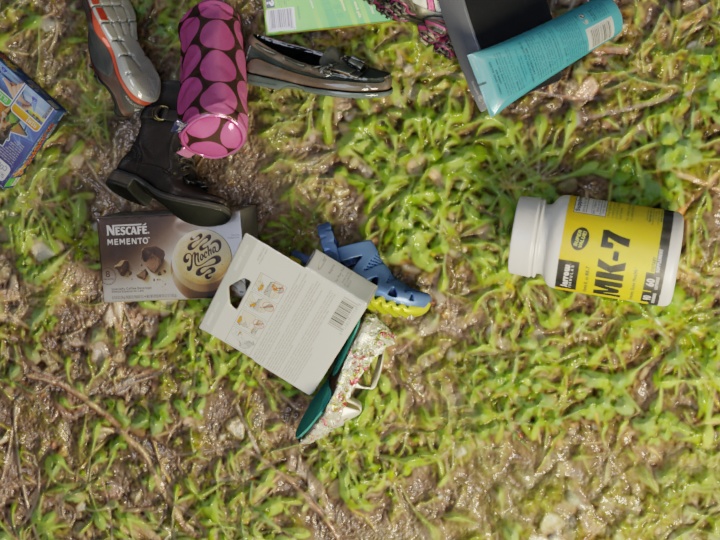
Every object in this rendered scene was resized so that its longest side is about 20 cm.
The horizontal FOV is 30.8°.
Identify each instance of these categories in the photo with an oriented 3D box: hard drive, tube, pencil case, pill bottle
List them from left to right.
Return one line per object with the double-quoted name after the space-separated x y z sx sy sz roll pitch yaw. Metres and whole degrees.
-0.190 -0.237 1.627 0.093 0.090 0.202 -33 45 36 "pencil case"
0.167 -0.307 1.570 0.134 0.042 0.203 -22 97 -23 "hard drive"
0.220 -0.260 1.547 0.198 0.050 0.078 -30 102 -18 "tube"
0.283 -0.028 1.581 0.197 0.114 0.116 9 99 11 "pill bottle"

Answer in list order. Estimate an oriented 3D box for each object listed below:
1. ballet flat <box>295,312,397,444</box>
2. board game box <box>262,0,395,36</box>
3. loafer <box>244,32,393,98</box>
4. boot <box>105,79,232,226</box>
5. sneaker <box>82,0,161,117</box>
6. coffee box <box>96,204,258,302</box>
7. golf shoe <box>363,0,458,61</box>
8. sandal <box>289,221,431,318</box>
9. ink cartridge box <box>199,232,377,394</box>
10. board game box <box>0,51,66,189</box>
-0.015 0.150 1.693 0.063 0.076 0.202 25 106 -11 "ballet flat"
-0.027 -0.354 1.648 0.197 0.030 0.097 -4 97 15 "board game box"
-0.055 -0.256 1.641 0.197 0.072 0.064 8 111 13 "loafer"
-0.220 -0.159 1.659 0.198 0.069 0.176 19 73 22 "boot"
-0.330 -0.288 1.691 0.082 0.077 0.202 -33 71 33 "sneaker"
-0.236 -0.022 1.709 0.197 0.080 0.115 -2 98 12 "coffee box"
0.069 -0.342 1.590 0.199 0.072 0.093 32 76 -20 "golf shoe"
0.000 0.000 1.667 0.198 0.080 0.088 22 82 3 "sandal"
-0.094 0.048 1.650 0.172 0.044 0.201 31 133 -1 "ink cartridge box"
-0.511 -0.227 1.763 0.200 0.034 0.136 42 104 4 "board game box"
